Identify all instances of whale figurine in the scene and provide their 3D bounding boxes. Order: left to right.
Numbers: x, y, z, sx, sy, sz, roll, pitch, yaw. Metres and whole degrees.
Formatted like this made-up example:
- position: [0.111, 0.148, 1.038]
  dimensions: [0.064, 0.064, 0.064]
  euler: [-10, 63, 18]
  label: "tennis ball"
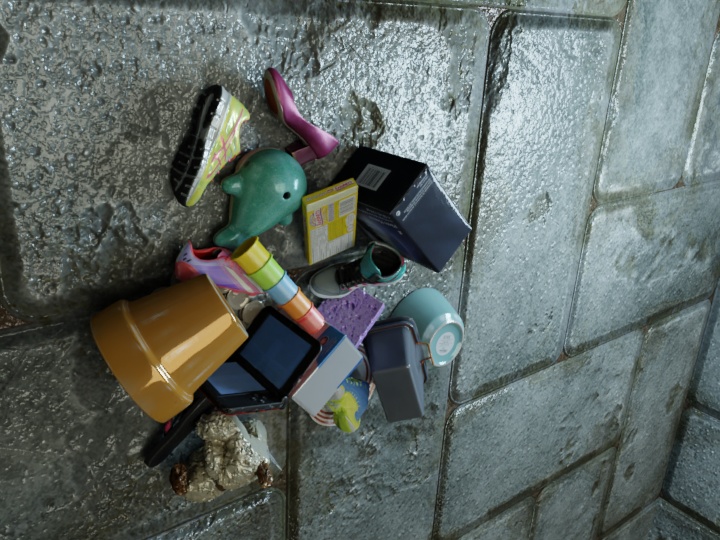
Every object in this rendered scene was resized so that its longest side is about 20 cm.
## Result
- position: [-0.171, -0.112, 1.114]
  dimensions: [0.159, 0.104, 0.200]
  euler: [32, 89, -43]
  label: "whale figurine"

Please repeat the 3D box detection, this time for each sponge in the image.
- position: [-0.051, 0.123, 1.305]
  dimensions: [0.200, 0.111, 0.030]
  euler: [-55, 166, -11]
  label: "sponge"

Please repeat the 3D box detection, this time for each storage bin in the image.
- position: [0.087, 0.220, 1.380]
  dimensions: [0.145, 0.135, 0.201]
  euler: [-12, 125, 7]
  label: "storage bin"

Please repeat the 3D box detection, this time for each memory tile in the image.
- position: [-0.274, 0.067, 1.166]
  dimensions: [0.153, 0.017, 0.200]
  euler: [-47, 132, -14]
  label: "memory tile"

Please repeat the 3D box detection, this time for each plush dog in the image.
- position: [-0.262, 0.372, 1.206]
  dimensions: [0.171, 0.161, 0.200]
  euler: [-34, 153, 3]
  label: "plush dog"

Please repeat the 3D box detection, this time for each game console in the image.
- position: [-0.196, 0.147, 1.118]
  dimensions: [0.172, 0.200, 0.119]
  euler: [2, 107, -40]
  label: "game console"

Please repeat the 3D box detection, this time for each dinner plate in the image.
- position: [-0.042, 0.251, 1.431]
  dimensions: [0.200, 0.024, 0.201]
  euler: [-17, 120, -33]
  label: "dinner plate"

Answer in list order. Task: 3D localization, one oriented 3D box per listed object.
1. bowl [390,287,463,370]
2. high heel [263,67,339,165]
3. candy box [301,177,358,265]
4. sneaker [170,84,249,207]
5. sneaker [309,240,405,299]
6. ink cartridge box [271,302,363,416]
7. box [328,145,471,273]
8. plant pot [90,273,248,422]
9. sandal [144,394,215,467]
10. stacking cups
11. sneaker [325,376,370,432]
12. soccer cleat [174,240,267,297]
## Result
- position: [0.165, 0.151, 1.504]
  dimensions: [0.200, 0.105, 0.202]
  euler: [-16, 117, -33]
  label: "bowl"
- position: [-0.102, -0.278, 1.123]
  dimensions: [0.096, 0.067, 0.200]
  euler: [-32, 141, -13]
  label: "high heel"
- position: [-0.056, -0.086, 1.196]
  dimensions: [0.102, 0.026, 0.200]
  euler: [-22, 153, -15]
  label: "candy box"
- position: [-0.236, -0.191, 1.046]
  dimensions: [0.090, 0.078, 0.201]
  euler: [19, 98, -50]
  label: "sneaker"
- position: [0.000, 0.000, 1.259]
  dimensions: [0.199, 0.084, 0.121]
  euler: [-13, 163, -12]
  label: "sneaker"
- position: [-0.117, 0.154, 1.209]
  dimensions: [0.146, 0.200, 0.084]
  euler: [-49, 134, -12]
  label: "ink cartridge box"
- position: [0.076, -0.118, 1.248]
  dimensions: [0.123, 0.200, 0.198]
  euler: [-53, 132, -9]
  label: "box"
- position: [-0.288, 0.105, 1.022]
  dimensions: [0.183, 0.200, 0.201]
  euler: [-34, 128, -8]
  label: "plant pot"
- position: [-0.331, 0.277, 1.183]
  dimensions: [0.200, 0.045, 0.075]
  euler: [-46, 161, 3]
  label: "sandal"
- position: [-0.138, 0.029, 1.125]
  dimensions: [0.061, 0.060, 0.200]
  euler: [-47, 116, -13]
  label: "stacking cups"
- position: [-0.038, 0.249, 1.385]
  dimensions: [0.105, 0.076, 0.201]
  euler: [-48, 134, -38]
  label: "sneaker"
- position: [-0.224, -0.003, 1.120]
  dimensions: [0.199, 0.067, 0.077]
  euler: [8, 113, -37]
  label: "soccer cleat"
